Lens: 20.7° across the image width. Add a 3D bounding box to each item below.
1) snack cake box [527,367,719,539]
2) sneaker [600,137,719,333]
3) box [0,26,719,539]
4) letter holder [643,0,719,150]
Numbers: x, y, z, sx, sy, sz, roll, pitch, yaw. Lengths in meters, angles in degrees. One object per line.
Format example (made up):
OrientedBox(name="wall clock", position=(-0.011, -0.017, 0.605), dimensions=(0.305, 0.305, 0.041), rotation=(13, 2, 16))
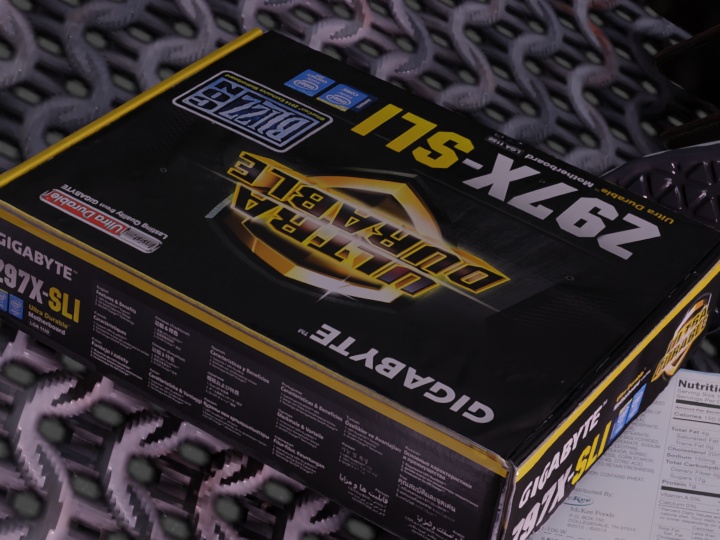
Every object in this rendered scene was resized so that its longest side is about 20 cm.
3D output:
OrientedBox(name="snack cake box", position=(0.151, 0.100, 0.629), dimensions=(0.198, 0.068, 0.115), rotation=(8, 38, 11))
OrientedBox(name="sneaker", position=(0.162, -0.023, 0.769), dimensions=(0.083, 0.198, 0.072), rotation=(20, 47, -76))
OrientedBox(name="box", position=(0.000, 0.000, 0.642), dimensions=(0.199, 0.050, 0.159), rotation=(26, 36, 23))
OrientedBox(name="letter holder", position=(0.227, -0.064, 0.901), dimensions=(0.199, 0.142, 0.102), rotation=(24, 72, -21))
